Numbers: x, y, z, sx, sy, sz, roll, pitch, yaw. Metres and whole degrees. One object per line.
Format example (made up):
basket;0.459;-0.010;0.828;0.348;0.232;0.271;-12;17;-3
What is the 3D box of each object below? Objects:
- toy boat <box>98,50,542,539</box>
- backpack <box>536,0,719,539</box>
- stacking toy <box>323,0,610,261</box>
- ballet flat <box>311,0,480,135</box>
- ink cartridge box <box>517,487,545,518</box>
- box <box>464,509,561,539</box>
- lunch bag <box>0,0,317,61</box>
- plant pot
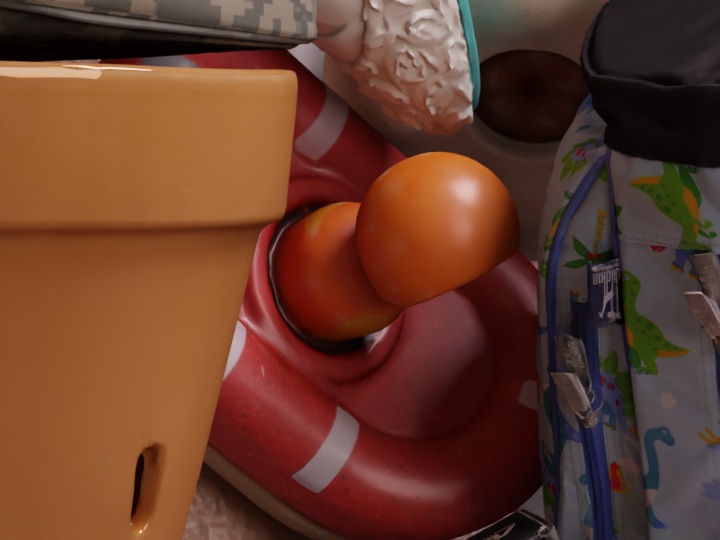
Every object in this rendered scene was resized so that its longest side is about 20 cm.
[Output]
toy boat;0.000;0.000;0.948;0.200;0.130;0.131;40;54;-26
backpack;0.117;0.012;0.926;0.163;0.153;0.201;-66;138;-65
stacking toy;0.069;-0.115;1.073;0.146;0.146;0.200;41;36;-25
ballet flat;-0.017;-0.126;0.920;0.072;0.072;0.201;-41;127;-42
ink cartridge box;0.103;0.169;1.020;0.145;0.083;0.200;44;52;-22
box;0.011;0.203;0.882;0.199;0.048;0.194;-27;99;-7
lunch bag;-0.103;-0.145;0.834;0.139;0.200;0.169;-1;92;-40
plant pot;-0.118;0.012;0.810;0.200;0.200;0.141;-1;93;-42
